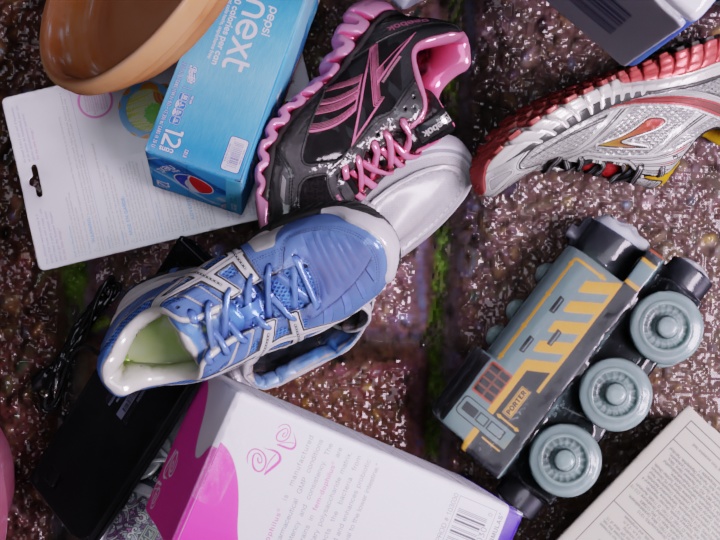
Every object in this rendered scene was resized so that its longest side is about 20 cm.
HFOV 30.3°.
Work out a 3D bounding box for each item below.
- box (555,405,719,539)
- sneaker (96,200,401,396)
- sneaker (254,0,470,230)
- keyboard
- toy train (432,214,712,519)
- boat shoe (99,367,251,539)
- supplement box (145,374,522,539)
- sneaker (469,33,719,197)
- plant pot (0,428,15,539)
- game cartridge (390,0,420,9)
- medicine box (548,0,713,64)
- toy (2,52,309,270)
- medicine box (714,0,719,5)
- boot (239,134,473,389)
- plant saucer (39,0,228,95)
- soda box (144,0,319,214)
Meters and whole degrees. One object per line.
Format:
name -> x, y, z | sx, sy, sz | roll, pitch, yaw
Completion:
box -> 0.170, 0.191, 0.847 | 0.200, 0.078, 0.095 | -44, 75, -2
sneaker -> -0.065, 0.024, 0.764 | 0.199, 0.077, 0.076 | -25, 107, 22
sneaker -> 0.007, -0.086, 0.823 | 0.095, 0.079, 0.201 | 13, 62, 27
keyboard -> -0.157, 0.068, 0.873 | 0.127, 0.021, 0.201 | 40, 101, 34
toy train -> 0.137, 0.060, 0.864 | 0.114, 0.085, 0.201 | 37, 92, 11
boat shoe -> -0.130, 0.142, 0.879 | 0.072, 0.069, 0.201 | 32, 92, 1
supplement box -> -0.019, 0.149, 0.827 | 0.199, 0.103, 0.102 | 26, 87, -19
sneaker -> 0.164, -0.085, 0.850 | 0.199, 0.078, 0.083 | -21, 97, -9
plant pot -> -0.304, 0.143, 0.831 | 0.198, 0.179, 0.202 | 0, 92, 3
game cartridge -> 0.010, -0.225, 0.809 | 0.133, 0.200, 0.040 | 45, 116, 0
medicine box -> 0.181, -0.224, 0.694 | 0.103, 0.182, 0.200 | 41, 93, 1
toy -> -0.124, -0.077, 0.887 | 0.198, 0.047, 0.116 | -14, 85, -3
medicine box -> 0.239, -0.277, 0.841 | 0.181, 0.103, 0.202 | 15, 92, 2
boot -> 0.000, 0.000, 0.850 | 0.199, 0.096, 0.074 | -37, 127, 8
plant saucer -> -0.127, -0.195, 0.835 | 0.037, 0.200, 0.201 | 31, 93, -39
soda box -> -0.071, -0.144, 0.842 | 0.064, 0.068, 0.201 | 18, 74, 1
